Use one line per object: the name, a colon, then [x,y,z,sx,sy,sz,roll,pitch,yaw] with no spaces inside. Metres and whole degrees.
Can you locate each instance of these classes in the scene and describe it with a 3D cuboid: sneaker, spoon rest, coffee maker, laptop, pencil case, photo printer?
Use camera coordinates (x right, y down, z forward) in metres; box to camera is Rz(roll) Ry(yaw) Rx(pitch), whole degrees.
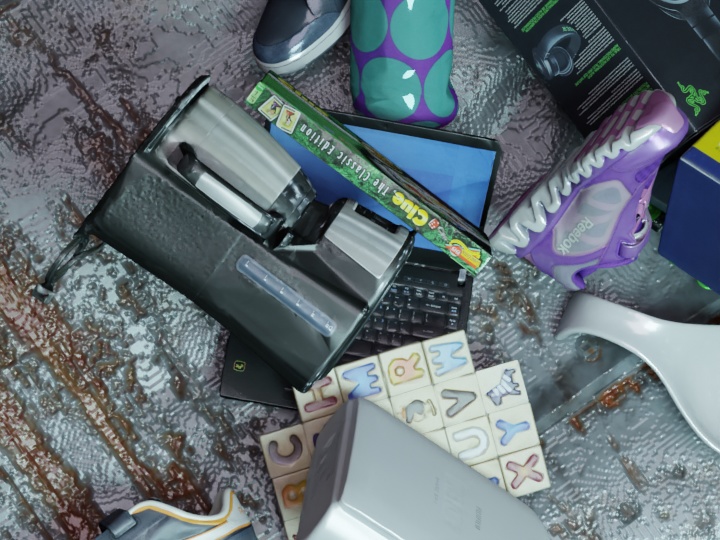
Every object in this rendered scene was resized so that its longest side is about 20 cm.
sneaker: [-0.042,-0.258,1.711,0.077,0.146,0.203,20,69,39]
spoon rest: [0.244,0.072,1.716,0.199,0.061,0.100,25,79,2]
coffee maker: [-0.089,-0.008,1.632,0.200,0.135,0.192,38,121,-3]
laptop: [0.000,0.000,1.689,0.176,0.103,0.201,10,70,-1]
sneaker: [0.178,-0.050,1.639,0.088,0.200,0.081,44,49,-1]
sneaker: [-0.172,0.209,1.656,0.199,0.078,0.080,-12,85,-17]
pencil case: [0.036,-0.207,1.697,0.092,0.085,0.201,-23,124,-44]
photo printer: [0.055,0.192,1.617,0.200,0.167,0.070,34,113,-10]

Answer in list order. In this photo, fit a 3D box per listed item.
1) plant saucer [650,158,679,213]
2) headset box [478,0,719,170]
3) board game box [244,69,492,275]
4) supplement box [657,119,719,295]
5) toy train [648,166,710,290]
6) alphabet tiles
plant saucer: [0.301,-0.025,1.699,0.200,0.019,0.070,35,56,19]
headset box: [0.217,-0.177,1.706,0.174,0.093,0.200,-31,82,-41]
board game box: [0.007,-0.070,1.625,0.200,0.105,0.023,37,101,-4]
supplement box: [0.320,-0.074,1.657,0.109,0.109,0.200,35,58,22]
toy train: [0.262,-0.024,1.747,0.200,0.042,0.056,38,69,3]
alphabet tiles: [0.034,0.140,1.692,0.199,0.006,0.167,-16,99,-6]
